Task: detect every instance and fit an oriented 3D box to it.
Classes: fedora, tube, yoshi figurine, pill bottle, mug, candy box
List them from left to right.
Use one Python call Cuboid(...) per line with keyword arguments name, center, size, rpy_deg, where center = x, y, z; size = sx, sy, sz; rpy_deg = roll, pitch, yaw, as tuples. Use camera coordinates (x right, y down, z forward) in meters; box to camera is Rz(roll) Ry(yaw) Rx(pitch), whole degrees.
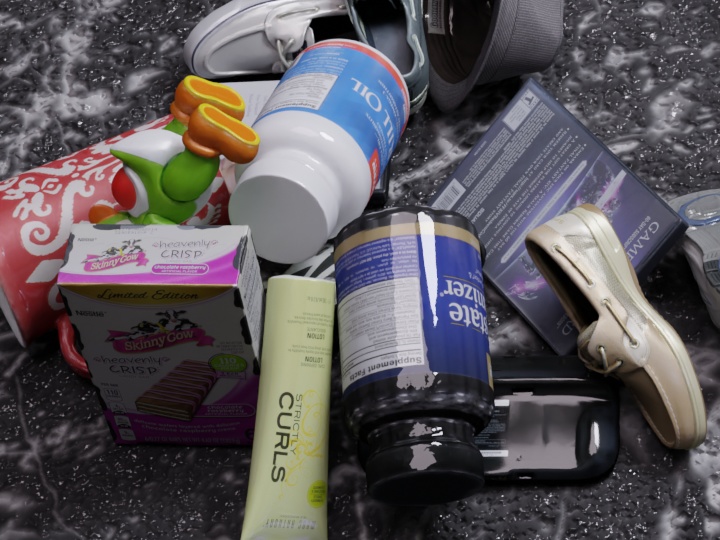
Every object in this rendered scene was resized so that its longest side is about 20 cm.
Cuboid(name="mug", center=(-0.204, -0.021, 1.637), size=(0.199, 0.178, 0.133), rpy_deg=(-27, 17, -13))
Cuboid(name="candy box", center=(-0.136, 0.052, 1.497), size=(0.135, 0.201, 0.061), rpy_deg=(0, 50, 10))
Cuboid(name="yoshi figurine", center=(-0.138, -0.038, 1.532), size=(0.112, 0.201, 0.112), rpy_deg=(41, 22, 18))
Cuboid(name="tube", center=(-0.048, 0.106, 1.466), size=(0.058, 0.052, 0.202), rpy_deg=(4, 85, 6))
Cuboid(name="pill bottle", center=(-0.036, -0.093, 1.608), size=(0.111, 0.113, 0.200), rpy_deg=(7, 36, 14))
Cuboid(name="pill bottle", center=(0.040, 0.064, 1.466), size=(0.111, 0.112, 0.201), rpy_deg=(-6, 68, 4))
Cuboid(name="fedora", center=(0.118, -0.224, 1.737), size=(0.090, 0.178, 0.200), rpy_deg=(8, 28, -22))

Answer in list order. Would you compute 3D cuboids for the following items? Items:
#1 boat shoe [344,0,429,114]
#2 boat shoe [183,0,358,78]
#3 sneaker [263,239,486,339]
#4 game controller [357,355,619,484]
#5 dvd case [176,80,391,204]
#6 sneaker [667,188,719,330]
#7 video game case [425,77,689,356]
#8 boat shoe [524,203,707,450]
Cuboid(name="boat shoe", center=(0.022, -0.235, 1.743), size=(0.072, 0.062, 0.201), rpy_deg=(-9, 69, -2))
Cuboid(name="boat shoe", center=(-0.057, -0.208, 1.794), size=(0.199, 0.072, 0.066), rpy_deg=(-15, 44, -15))
Cuboid(name="sneaker", center=(0.000, 0.000, 1.602), size=(0.199, 0.074, 0.089), rpy_deg=(-20, 52, -9))
Cuboid(name="game controller", center=(0.097, 0.113, 1.522), size=(0.198, 0.042, 0.105), rpy_deg=(-1, 64, 9))
Cuboid(name="dvd case", center=(-0.070, -0.111, 1.744), size=(0.198, 0.018, 0.143), rpy_deg=(-2, 49, 7))
Cuboid(name="sneaker", center=(0.283, 0.002, 1.559), size=(0.074, 0.088, 0.200), rpy_deg=(-10, 31, 3))
Cuboid(name="video game case", center=(0.152, -0.043, 1.602), size=(0.143, 0.019, 0.200), rpy_deg=(-50, 53, 12))
Cuboid(name="boat shoe", center=(0.189, 0.050, 1.494), size=(0.065, 0.072, 0.201), rpy_deg=(-24, 82, -20))
